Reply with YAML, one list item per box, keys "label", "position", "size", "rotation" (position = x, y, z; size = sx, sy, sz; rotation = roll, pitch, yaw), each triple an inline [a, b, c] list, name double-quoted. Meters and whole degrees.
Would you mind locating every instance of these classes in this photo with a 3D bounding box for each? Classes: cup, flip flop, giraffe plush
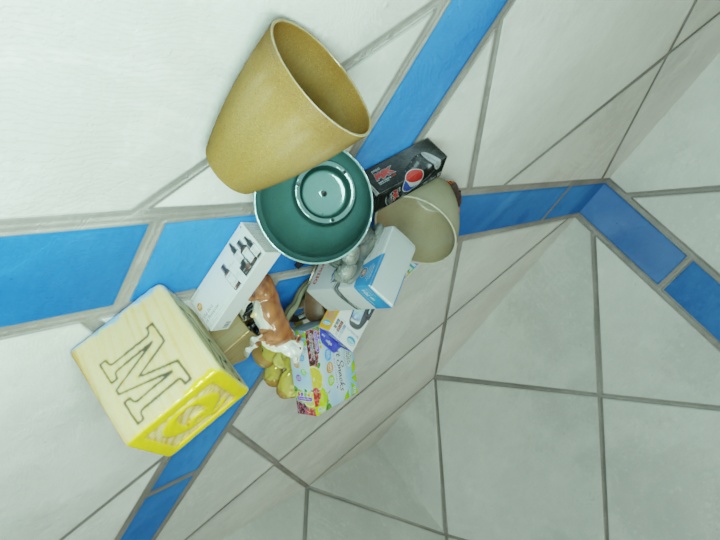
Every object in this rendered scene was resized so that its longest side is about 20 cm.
- label: "cup"
  position: [0.148, -0.135, 1.478]
  size: [0.144, 0.198, 0.201]
  rotation: [-59, 173, -38]
- label: "flip flop"
  position: [-0.137, 0.089, 1.482]
  size: [0.201, 0.057, 0.082]
  rotation: [-57, 175, -50]
- label: "giraffe plush"
  position: [-0.190, 0.197, 1.541]
  size: [0.201, 0.172, 0.162]
  rotation: [-53, 151, 5]

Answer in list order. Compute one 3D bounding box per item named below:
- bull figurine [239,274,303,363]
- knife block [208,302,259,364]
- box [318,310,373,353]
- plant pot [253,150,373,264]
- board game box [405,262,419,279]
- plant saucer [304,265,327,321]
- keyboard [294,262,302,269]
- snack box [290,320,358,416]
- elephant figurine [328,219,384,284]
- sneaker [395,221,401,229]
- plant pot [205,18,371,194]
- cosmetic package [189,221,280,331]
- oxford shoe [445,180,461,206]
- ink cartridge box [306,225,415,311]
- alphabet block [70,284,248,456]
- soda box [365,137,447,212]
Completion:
- label: "bull figurine"
  position: [-0.193, 0.108, 1.315]
  size: [0.121, 0.203, 0.065]
  rotation: [-22, 180, -41]
- label: "knife block"
  position: [-0.272, 0.131, 1.373]
  size: [0.199, 0.064, 0.177]
  rotation: [-20, 149, -46]
- label: "box"
  position: [-0.023, 0.096, 1.498]
  size: [0.119, 0.041, 0.202]
  rotation: [47, 64, -48]
- label: "plant pot"
  position: [-0.071, -0.125, 1.095]
  size: [0.201, 0.200, 0.134]
  rotation: [-48, -174, 15]
- label: "board game box"
  position: [0.108, -0.029, 1.673]
  size: [0.200, 0.034, 0.135]
  rotation: [-47, -157, 12]
- label: "plant saucer"
  position: [-0.064, 0.031, 1.483]
  size: [0.201, 0.036, 0.202]
  rotation: [-51, 154, -37]
- label: "keyboard"
  position: [-0.074, -0.088, 1.366]
  size: [0.200, 0.040, 0.104]
  rotation: [-46, -178, 7]
- label: "snack box"
  position: [-0.088, 0.220, 1.526]
  size: [0.067, 0.204, 0.168]
  rotation: [-1, -171, 36]
- label: "elephant figurine"
  position: [-0.081, -0.070, 1.240]
  size: [0.143, 0.198, 0.155]
  rotation: [-68, 163, -1]
- label: "sneaker"
  position: [0.047, -0.047, 1.601]
  size: [0.202, 0.067, 0.108]
  rotation: [-52, 157, 15]
- label: "plant pot"
  position: [-0.117, -0.200, 0.879]
  size: [0.199, 0.188, 0.186]
  rotation: [-37, 163, 26]
- label: "cosmetic package"
  position: [-0.235, 0.013, 1.183]
  size: [0.201, 0.083, 0.050]
  rotation: [-52, 154, 23]
- label: "oxford shoe"
  position: [0.205, -0.199, 1.618]
  size: [0.199, 0.070, 0.074]
  rotation: [17, 91, -63]
- label: "ink cartridge box"
  position: [0.000, 0.000, 1.332]
  size: [0.086, 0.198, 0.148]
  rotation: [41, 59, -34]
- label: "alphabet block"
  position: [-0.348, 0.182, 1.137]
  size: [0.196, 0.200, 0.196]
  rotation: [-39, 159, -7]
- label: "soda box"
  position: [0.089, -0.204, 1.358]
  size: [0.199, 0.071, 0.064]
  rotation: [-32, 156, -26]
